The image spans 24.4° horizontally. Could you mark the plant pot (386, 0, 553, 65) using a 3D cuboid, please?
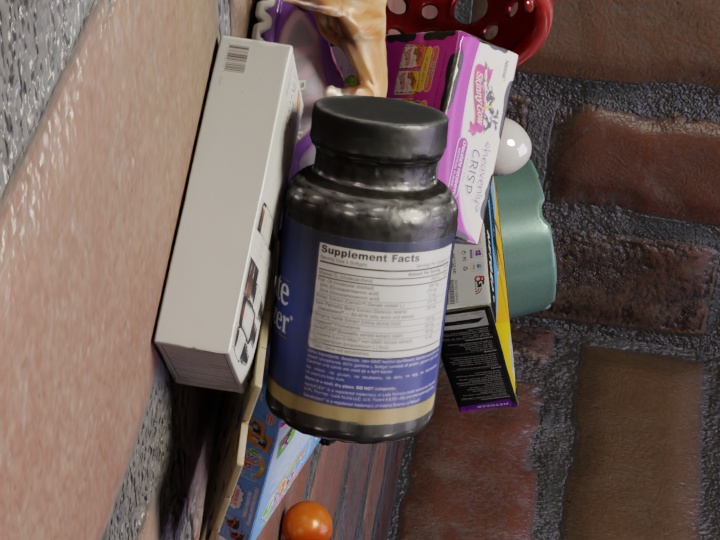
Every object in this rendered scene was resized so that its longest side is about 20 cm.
[{"bbox_3d":[0.061,-0.282,1.395,0.201,0.198,0.184,86,5,-65],"label":"plant pot"}]

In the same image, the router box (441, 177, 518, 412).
[{"bbox_3d":[0.079,-0.017,1.247,0.150,0.051,0.202,69,16,-56],"label":"router box"}]

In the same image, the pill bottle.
[{"bbox_3d":[0.003,-0.003,1.047,0.112,0.111,0.202,-64,161,-73],"label":"pill bottle"}]

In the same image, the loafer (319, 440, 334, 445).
[{"bbox_3d":[-0.032,0.101,1.523,0.070,0.068,0.201,-39,157,-16],"label":"loafer"}]

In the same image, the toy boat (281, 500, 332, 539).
[{"bbox_3d":[-0.039,0.295,1.668,0.200,0.129,0.132,73,-4,-77],"label":"toy boat"}]

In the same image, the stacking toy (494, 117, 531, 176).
[{"bbox_3d":[0.041,-0.105,1.367,0.146,0.198,0.148,9,90,-85],"label":"stacking toy"}]

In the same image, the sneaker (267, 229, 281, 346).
[{"bbox_3d":[-0.050,0.018,1.266,0.200,0.070,0.094,-49,141,-85],"label":"sneaker"}]

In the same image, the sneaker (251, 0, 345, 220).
[{"bbox_3d":[-0.035,-0.120,1.142,0.081,0.088,0.202,67,31,-77],"label":"sneaker"}]

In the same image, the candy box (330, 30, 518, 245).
[{"bbox_3d":[0.014,-0.094,1.184,0.199,0.061,0.138,8,-96,52],"label":"candy box"}]

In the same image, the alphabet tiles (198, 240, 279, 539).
[{"bbox_3d":[-0.081,0.083,1.100,0.201,0.006,0.167,-86,-167,-48],"label":"alphabet tiles"}]

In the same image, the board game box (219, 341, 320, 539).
[{"bbox_3d":[-0.047,0.094,1.227,0.152,0.036,0.201,-55,167,-40],"label":"board game box"}]

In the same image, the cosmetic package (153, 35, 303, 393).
[{"bbox_3d":[-0.077,-0.034,1.022,0.083,0.050,0.202,86,13,-70],"label":"cosmetic package"}]

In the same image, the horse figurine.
[{"bbox_3d":[-0.014,-0.205,1.111,0.132,0.050,0.201,34,48,-33],"label":"horse figurine"}]

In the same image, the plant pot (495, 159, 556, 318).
[{"bbox_3d":[0.074,-0.020,1.568,0.200,0.194,0.202,171,-90,-86],"label":"plant pot"}]
